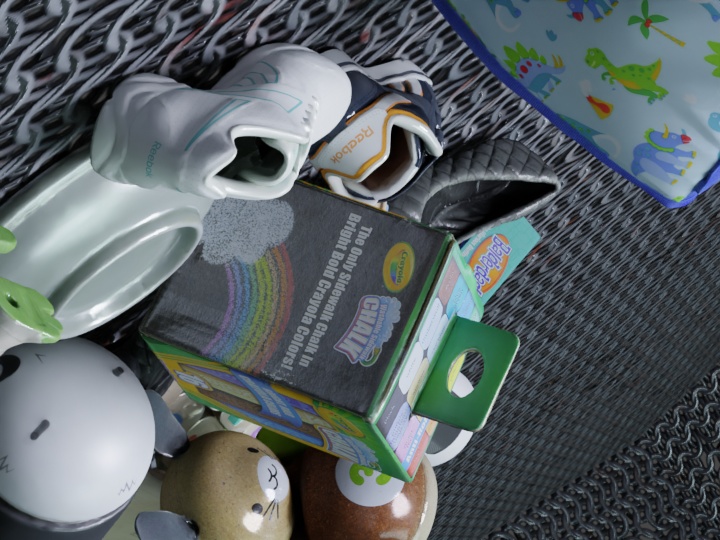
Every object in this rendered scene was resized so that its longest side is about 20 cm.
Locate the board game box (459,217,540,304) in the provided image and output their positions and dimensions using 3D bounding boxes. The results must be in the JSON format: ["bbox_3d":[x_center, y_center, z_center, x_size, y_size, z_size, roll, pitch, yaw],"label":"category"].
[{"bbox_3d":[0.032,0.040,1.987,0.200,0.045,0.152,-37,-174,41],"label":"board game box"}]

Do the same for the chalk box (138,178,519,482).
[{"bbox_3d":[-0.005,0.037,1.521,0.125,0.199,0.124,-64,162,-15],"label":"chalk box"}]

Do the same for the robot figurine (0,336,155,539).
[{"bbox_3d":[-0.204,0.121,1.591,0.124,0.151,0.200,11,145,-22],"label":"robot figurine"}]

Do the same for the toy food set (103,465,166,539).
[{"bbox_3d":[-0.151,0.155,1.790,0.143,0.061,0.200,-20,148,31],"label":"toy food set"}]

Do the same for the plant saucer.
[{"bbox_3d":[-0.143,-0.013,1.429,0.200,0.050,0.200,-35,167,-9],"label":"plant saucer"}]

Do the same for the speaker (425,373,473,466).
[{"bbox_3d":[0.010,0.070,1.808,0.081,0.081,0.200,-38,148,6],"label":"speaker"}]

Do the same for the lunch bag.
[{"bbox_3d":[0.151,-0.152,1.380,0.127,0.200,0.170,-28,165,-33],"label":"lunch bag"}]

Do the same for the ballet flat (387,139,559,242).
[{"bbox_3d":[0.068,-0.043,1.826,0.200,0.057,0.067,-34,136,-43],"label":"ballet flat"}]

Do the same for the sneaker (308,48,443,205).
[{"bbox_3d":[0.009,-0.078,1.549,0.078,0.080,0.200,-41,169,15],"label":"sneaker"}]

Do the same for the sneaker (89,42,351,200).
[{"bbox_3d":[-0.055,-0.069,1.357,0.200,0.080,0.071,-23,132,-55],"label":"sneaker"}]

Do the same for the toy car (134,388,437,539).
[{"bbox_3d":[-0.065,0.145,1.667,0.199,0.165,0.157,22,141,-39],"label":"toy car"}]

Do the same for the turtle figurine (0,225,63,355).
[{"bbox_3d":[-0.225,0.070,1.299,0.194,0.200,0.144,-44,-159,14],"label":"turtle figurine"}]

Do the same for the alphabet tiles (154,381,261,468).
[{"bbox_3d":[-0.073,0.057,1.787,0.195,0.015,0.200,-40,147,-5],"label":"alphabet tiles"}]

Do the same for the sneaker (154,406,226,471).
[{"bbox_3d":[-0.094,0.076,1.879,0.075,0.076,0.200,25,104,-40],"label":"sneaker"}]

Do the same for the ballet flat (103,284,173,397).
[{"bbox_3d":[-0.126,0.022,1.627,0.066,0.057,0.200,-43,169,-46],"label":"ballet flat"}]

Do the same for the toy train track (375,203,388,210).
[{"bbox_3d":[0.000,0.000,1.630,0.033,0.114,0.201,127,-23,-56],"label":"toy train track"}]
